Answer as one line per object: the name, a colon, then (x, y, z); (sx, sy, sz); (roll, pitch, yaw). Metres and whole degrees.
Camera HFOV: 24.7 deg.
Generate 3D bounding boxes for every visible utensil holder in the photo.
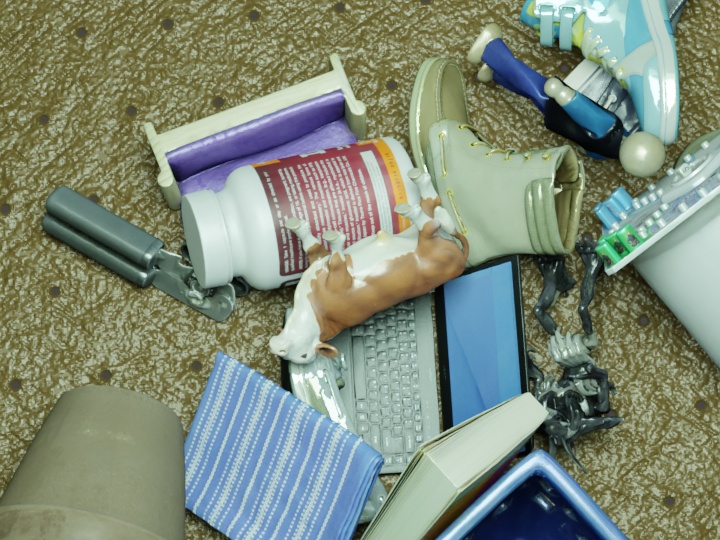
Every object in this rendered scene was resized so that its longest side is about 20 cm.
utensil holder: (0.347, 0.002, 1.427); (0.170, 0.170, 0.200); (-40, 94, -8)

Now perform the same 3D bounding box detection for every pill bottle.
pill bottle: (-0.052, -0.047, 1.465); (0.199, 0.113, 0.113); (-13, 78, -14)

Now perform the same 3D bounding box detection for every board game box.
board game box: (0.281, -0.086, 1.395); (0.200, 0.200, 0.026); (-38, 95, 14)

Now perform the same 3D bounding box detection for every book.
book: (0.068, 0.193, 1.364); (0.133, 0.200, 0.048); (-26, 65, -43)

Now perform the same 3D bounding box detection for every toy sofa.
toy sofa: (-0.091, -0.113, 1.510); (0.200, 0.083, 0.098); (-21, 77, -5)

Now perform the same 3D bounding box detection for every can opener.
can opener: (-0.194, -0.022, 1.515); (0.200, 0.053, 0.067); (30, 47, 6)

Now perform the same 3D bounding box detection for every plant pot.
plant pot: (-0.226, 0.197, 1.402); (0.200, 0.200, 0.175); (9, 61, 2)
plant pot: (0.135, 0.292, 1.374); (0.200, 0.180, 0.200); (-41, 82, -8)

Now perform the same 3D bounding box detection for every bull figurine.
bull figurine: (0.000, 0.000, 1.400); (0.200, 0.122, 0.065); (-26, 41, -16)

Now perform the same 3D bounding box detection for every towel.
towel: (-0.078, 0.176, 1.411); (0.200, 0.024, 0.145); (29, 103, 33)

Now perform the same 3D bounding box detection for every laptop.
laptop: (0.044, 0.087, 1.457); (0.199, 0.103, 0.178); (-3, 77, -1)

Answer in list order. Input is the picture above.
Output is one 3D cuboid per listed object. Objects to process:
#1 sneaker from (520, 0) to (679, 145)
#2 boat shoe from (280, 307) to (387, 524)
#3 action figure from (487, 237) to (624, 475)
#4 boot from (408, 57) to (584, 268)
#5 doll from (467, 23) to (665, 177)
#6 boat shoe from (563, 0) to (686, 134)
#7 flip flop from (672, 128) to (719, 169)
sneaker: (0.214, -0.198, 1.472); (0.130, 0.080, 0.201); (-9, 72, 5)
boat shoe: (-0.027, 0.127, 1.445); (0.065, 0.074, 0.202); (-12, 70, -12)
action figure: (0.172, 0.076, 1.456); (0.119, 0.102, 0.201); (-11, 67, 43)
boot: (0.123, -0.104, 1.477); (0.154, 0.072, 0.201); (-8, 81, 37)
doll: (0.183, -0.143, 1.451); (0.200, 0.136, 0.048); (39, 88, 25)
boat shoe: (0.271, -0.196, 1.541); (0.093, 0.075, 0.200); (43, 90, 4)
flip flop: (0.378, -0.111, 1.524); (0.200, 0.058, 0.081); (-21, 79, -5)
